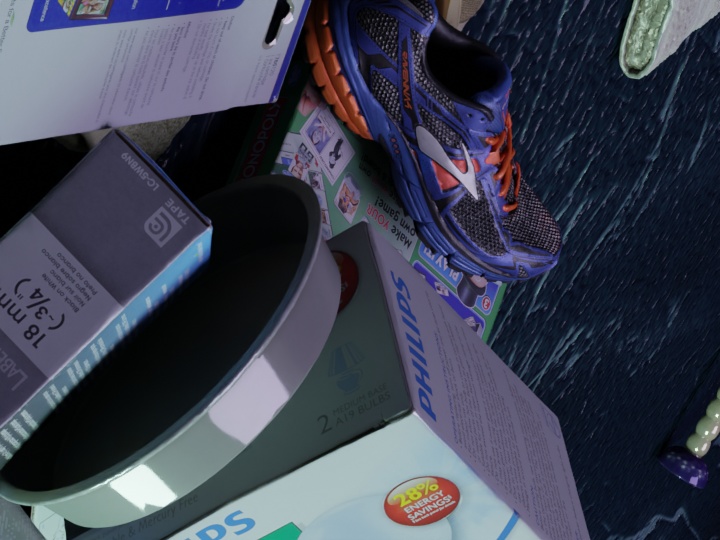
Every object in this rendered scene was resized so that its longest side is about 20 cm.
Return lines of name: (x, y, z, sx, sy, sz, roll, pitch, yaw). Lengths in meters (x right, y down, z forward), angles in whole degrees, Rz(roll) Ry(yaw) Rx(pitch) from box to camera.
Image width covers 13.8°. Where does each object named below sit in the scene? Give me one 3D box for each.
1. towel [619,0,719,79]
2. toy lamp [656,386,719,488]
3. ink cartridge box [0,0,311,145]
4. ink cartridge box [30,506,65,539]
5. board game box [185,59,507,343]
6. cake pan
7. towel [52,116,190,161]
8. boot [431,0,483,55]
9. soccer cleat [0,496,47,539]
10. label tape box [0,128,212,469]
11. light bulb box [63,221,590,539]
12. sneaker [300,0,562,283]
towel: (0.233, -0.228, 1.939, 0.132, 0.034, 0.200, -39, 154, -41)
toy lamp: (0.339, 0.098, 2.684, 0.200, 0.058, 0.058, -58, 161, 9)
ink cartridge box: (-0.103, -0.106, 1.222, 0.200, 0.039, 0.100, -10, 131, -43)
ink cartridge box: (-0.132, 0.130, 1.591, 0.200, 0.045, 0.177, -34, 136, -50)
board game box: (0.000, 0.000, 1.541, 0.200, 0.029, 0.135, 42, 62, -43)
cake pan: (-0.087, 0.040, 1.370, 0.037, 0.200, 0.200, 47, 71, -25)
towel: (-0.074, -0.137, 1.322, 0.200, 0.036, 0.148, -58, 162, 3)
boot: (0.075, -0.213, 1.512, 0.155, 0.073, 0.200, -44, 159, -33)
soccer cleat: (-0.217, 0.192, 1.411, 0.200, 0.086, 0.070, -59, 161, 6)
label tape box: (-0.154, 0.038, 1.289, 0.200, 0.063, 0.144, -45, 177, -7)
light bulb box: (-0.017, 0.113, 1.472, 0.198, 0.125, 0.200, -29, 136, 16)
sneaker: (0.050, -0.070, 1.507, 0.200, 0.078, 0.075, 50, 31, -32)
